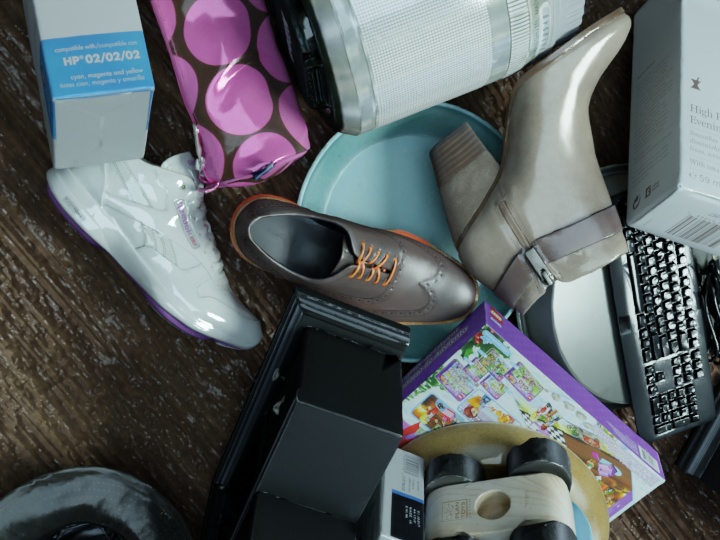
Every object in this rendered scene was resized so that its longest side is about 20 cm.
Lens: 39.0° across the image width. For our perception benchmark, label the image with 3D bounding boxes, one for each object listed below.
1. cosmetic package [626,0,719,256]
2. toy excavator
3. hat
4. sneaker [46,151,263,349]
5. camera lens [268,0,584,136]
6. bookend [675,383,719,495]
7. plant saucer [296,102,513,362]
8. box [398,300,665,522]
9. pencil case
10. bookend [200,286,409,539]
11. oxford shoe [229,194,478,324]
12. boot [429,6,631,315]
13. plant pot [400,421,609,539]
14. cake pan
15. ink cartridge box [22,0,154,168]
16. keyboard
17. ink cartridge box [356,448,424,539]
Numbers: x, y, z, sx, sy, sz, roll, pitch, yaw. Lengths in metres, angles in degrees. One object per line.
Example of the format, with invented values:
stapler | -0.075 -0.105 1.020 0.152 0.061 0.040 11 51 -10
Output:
cosmetic package | 0.263 -0.120 0.768 0.100 0.074 0.204 15 65 -14
toy excavator | 0.084 0.243 0.758 0.190 0.101 0.203 -11 123 13
hat | -0.219 0.239 0.766 0.196 0.081 0.205 -1 94 -18
sneaker | -0.135 -0.026 0.753 0.100 0.075 0.200 -45 101 -2
camera lens | 0.039 -0.199 0.722 0.197 0.160 0.163 -21 99 -7
bookend | 0.389 0.189 0.802 0.198 0.199 0.093 29 93 -10
plant saucer | 0.043 -0.031 0.803 0.195 0.036 0.205 -1 97 -9
box | 0.121 0.136 0.800 0.199 0.039 0.137 40 114 -14
pencil case | -0.105 -0.161 0.738 0.092 0.091 0.204 -21 96 -16
bookend | -0.043 0.158 0.684 0.091 0.201 0.201 19 121 -11
oxford shoe | 0.000 0.000 0.744 0.196 0.073 0.073 15 93 -12
boot | 0.149 -0.071 0.744 0.199 0.070 0.148 -37 81 19
plant pot | 0.098 0.211 0.801 0.195 0.028 0.204 2 115 4
cake pan | 0.219 0.017 0.819 0.196 0.037 0.205 -3 99 -21
ink cartridge box | -0.193 -0.187 0.686 0.067 0.115 0.204 -10 77 -19
keyboard | 0.251 0.030 0.792 0.102 0.040 0.204 -18 105 -17
ink cartridge box | -0.005 0.239 0.756 0.039 0.100 0.202 20 117 -8
